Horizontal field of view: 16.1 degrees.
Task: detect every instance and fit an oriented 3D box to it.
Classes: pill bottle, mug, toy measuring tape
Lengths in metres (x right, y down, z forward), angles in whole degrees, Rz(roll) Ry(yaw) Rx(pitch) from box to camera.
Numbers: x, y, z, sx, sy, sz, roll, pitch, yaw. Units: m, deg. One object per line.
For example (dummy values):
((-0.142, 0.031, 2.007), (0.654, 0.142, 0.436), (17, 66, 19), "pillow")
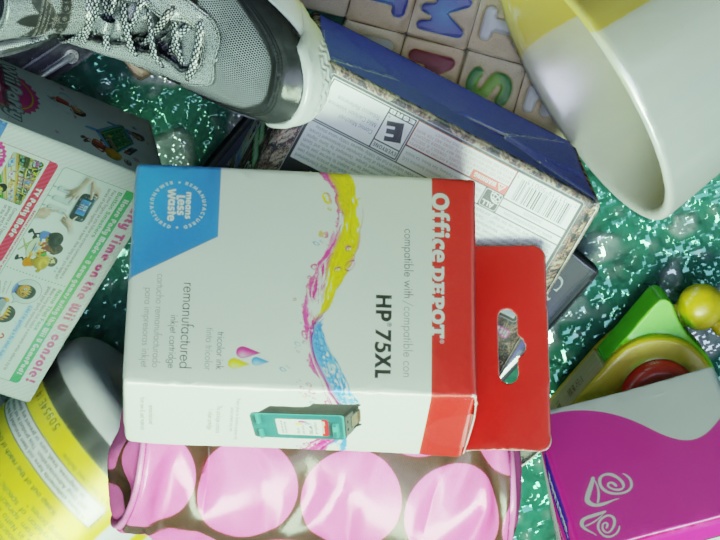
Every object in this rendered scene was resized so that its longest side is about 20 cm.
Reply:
((-0.179, 0.140, 1.331), (0.200, 0.114, 0.114), (-43, 105, 7), "pill bottle")
((0.165, -0.141, 1.263), (0.153, 0.149, 0.187), (-32, 125, -9), "mug")
((0.132, 0.091, 1.369), (0.073, 0.074, 0.200), (38, 100, -14), "toy measuring tape")

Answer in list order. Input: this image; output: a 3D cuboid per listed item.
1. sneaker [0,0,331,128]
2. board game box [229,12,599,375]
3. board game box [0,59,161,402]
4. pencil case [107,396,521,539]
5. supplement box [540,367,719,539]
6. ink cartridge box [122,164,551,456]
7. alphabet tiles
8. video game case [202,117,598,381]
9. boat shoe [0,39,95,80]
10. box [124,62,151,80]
((-0.114, -0.118, 1.195), (0.200, 0.114, 0.076), (36, 126, 26), "sneaker")
((0.000, 0.000, 1.292), (0.159, 0.097, 0.200), (27, 106, -11), "board game box")
((-0.218, -0.035, 1.238), (0.199, 0.064, 0.148), (22, 116, -28), "board game box")
((-0.022, 0.091, 1.227), (0.199, 0.091, 0.094), (4, 140, -5), "pencil case")
((0.161, 0.162, 1.336), (0.103, 0.101, 0.200), (-14, 132, -1), "supplement box")
((-0.008, 0.019, 1.179), (0.199, 0.067, 0.117), (2, 62, -3), "ink cartridge box")
((0.048, -0.151, 1.323), (0.166, 0.008, 0.201), (14, 104, -9), "alphabet tiles")
((0.006, -0.008, 1.350), (0.200, 0.019, 0.143), (37, 104, -15), "video game case")
((-0.217, -0.073, 1.292), (0.200, 0.072, 0.068), (-39, 104, -1), "boat shoe")
((-0.071, -0.215, 1.282), (0.200, 0.021, 0.164), (-31, 104, 6), "box")
